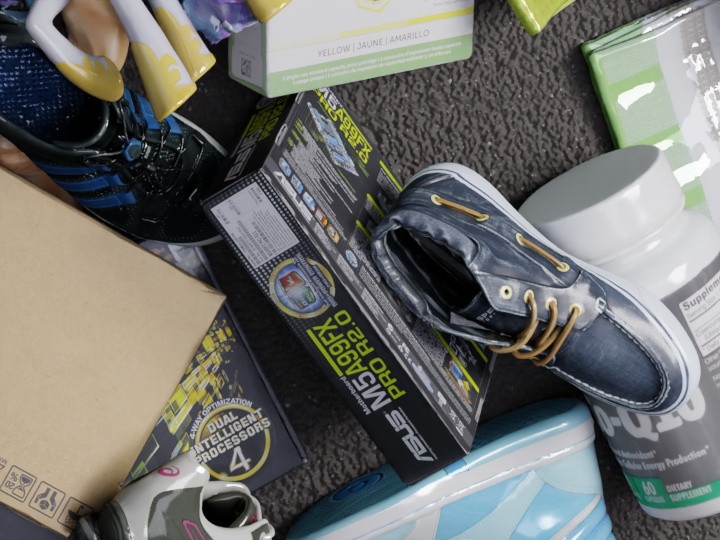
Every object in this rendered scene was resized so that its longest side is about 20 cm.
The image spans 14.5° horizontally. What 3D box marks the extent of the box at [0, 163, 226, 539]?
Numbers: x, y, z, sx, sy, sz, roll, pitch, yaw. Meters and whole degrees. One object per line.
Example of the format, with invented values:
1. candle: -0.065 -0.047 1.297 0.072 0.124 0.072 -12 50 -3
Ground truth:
1. box: -0.196 0.035 1.548 0.200 0.021 0.164 30 87 -14

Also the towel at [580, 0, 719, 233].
1. towel: 0.245 -0.106 1.702 0.200 0.031 0.150 -24 102 -12

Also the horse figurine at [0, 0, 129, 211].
1. horse figurine: -0.182 -0.115 1.566 0.132 0.050 0.200 26 89 -16

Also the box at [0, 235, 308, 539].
1. box: -0.152 0.085 1.600 0.200 0.049 0.162 -28 100 -11

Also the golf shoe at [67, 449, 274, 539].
1. golf shoe: -0.072 0.172 1.580 0.088 0.077 0.200 -45 140 4

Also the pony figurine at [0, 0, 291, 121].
1. pony figurine: -0.130 -0.192 1.476 0.200 0.166 0.193 50 48 -8

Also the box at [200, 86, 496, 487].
1. box: 0.000 0.000 1.577 0.044 0.160 0.200 -30 107 21

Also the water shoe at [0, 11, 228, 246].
1. water shoe: -0.141 -0.067 1.518 0.200 0.079 0.072 30 93 -21

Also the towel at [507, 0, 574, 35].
1. towel: 0.092 -0.247 1.605 0.144 0.023 0.201 -38 111 -46

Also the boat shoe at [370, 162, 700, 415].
1. boat shoe: 0.093 0.025 1.559 0.200 0.091 0.071 36 119 3

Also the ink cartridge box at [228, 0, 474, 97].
1. ink cartridge box: -0.004 -0.207 1.566 0.145 0.048 0.201 -13 117 -33

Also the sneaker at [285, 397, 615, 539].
1. sneaker: 0.063 0.169 1.658 0.199 0.080 0.131 -22 101 -11

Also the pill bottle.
1. pill bottle: 0.174 0.035 1.652 0.113 0.113 0.200 -31 106 -11
